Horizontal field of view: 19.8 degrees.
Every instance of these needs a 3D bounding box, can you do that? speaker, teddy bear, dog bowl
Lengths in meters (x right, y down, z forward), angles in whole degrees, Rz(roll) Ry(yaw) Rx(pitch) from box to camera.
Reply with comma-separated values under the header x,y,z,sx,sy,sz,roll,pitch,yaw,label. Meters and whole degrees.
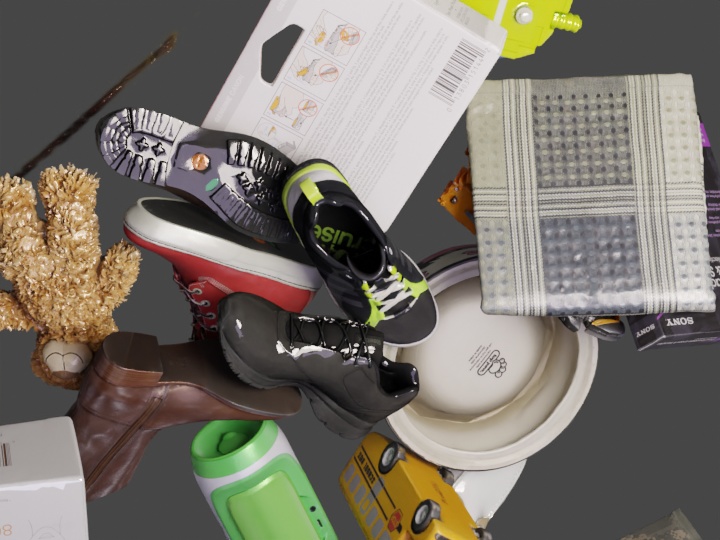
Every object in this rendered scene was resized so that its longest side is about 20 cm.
x,y,z,sx,sy,sz,roll,pitch,yaw,label
-0.074,0.218,1.784,0.088,0.089,0.201,-26,116,-3,speaker
-0.244,0.010,1.662,0.144,0.067,0.202,2,111,-13,teddy bear
0.100,0.067,1.776,0.198,0.074,0.202,-6,112,-14,dog bowl

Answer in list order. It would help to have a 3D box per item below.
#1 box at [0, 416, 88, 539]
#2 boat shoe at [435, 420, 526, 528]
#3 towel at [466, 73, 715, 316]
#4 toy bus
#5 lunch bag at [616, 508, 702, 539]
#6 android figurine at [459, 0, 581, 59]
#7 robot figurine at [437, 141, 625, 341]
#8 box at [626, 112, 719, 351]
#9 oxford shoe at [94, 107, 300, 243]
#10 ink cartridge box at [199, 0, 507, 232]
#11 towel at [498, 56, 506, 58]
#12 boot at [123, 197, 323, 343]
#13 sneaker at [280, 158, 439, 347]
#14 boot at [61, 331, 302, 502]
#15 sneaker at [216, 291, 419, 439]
x,y,z,sx,sy,sz,roll,pitch,yaw,label
-0.290,0.234,1.630,0.151,0.106,0.202,-5,114,-12,box
0.081,0.226,1.838,0.075,0.068,0.200,35,99,-25,boat shoe
0.181,-0.061,1.640,0.191,0.035,0.202,-2,75,-2,towel
0.044,0.207,1.747,0.065,0.200,0.079,30,101,-24,toy bus
0.266,0.352,1.916,0.163,0.118,0.201,-24,122,-5,lunch bag
0.091,-0.238,1.645,0.198,0.041,0.183,12,111,-16,android figurine
0.163,-0.031,1.704,0.199,0.145,0.058,37,130,-6,robot figurine
0.255,-0.035,1.703,0.142,0.036,0.202,-3,71,-41,box
-0.119,-0.082,1.650,0.199,0.084,0.073,26,89,-19,oxford shoe
-0.007,-0.150,1.638,0.175,0.045,0.201,30,123,-6,ink cartridge box
0.046,-0.255,1.657,0.143,0.024,0.202,-10,114,-10,towel
-0.133,0.027,1.678,0.199,0.072,0.145,21,108,-42,boot
0.000,0.000,1.634,0.072,0.083,0.200,-38,120,3,sneaker
-0.168,0.136,1.707,0.185,0.065,0.200,16,134,-21,boot
-0.032,0.063,1.652,0.090,0.077,0.199,-27,140,33,sneaker
